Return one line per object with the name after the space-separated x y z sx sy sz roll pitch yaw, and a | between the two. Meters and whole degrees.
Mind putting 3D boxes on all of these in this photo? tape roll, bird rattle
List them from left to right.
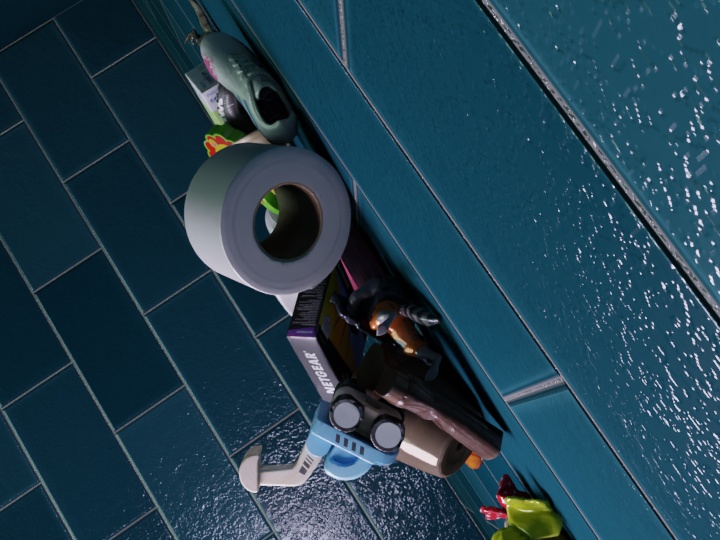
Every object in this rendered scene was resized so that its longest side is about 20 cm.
-0.131 -0.076 1.192 0.139 0.202 0.204 16 142 57 | tape roll
0.248 0.393 1.234 0.163 0.113 0.200 39 174 9 | bird rattle

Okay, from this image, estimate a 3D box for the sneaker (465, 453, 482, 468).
0.157 0.282 1.483 0.201 0.077 0.073 59 172 -32 | sneaker

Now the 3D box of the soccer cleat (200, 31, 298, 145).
-0.152 -0.268 1.190 0.201 0.070 0.086 51 164 6 | soccer cleat

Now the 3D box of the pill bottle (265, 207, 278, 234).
-0.122 -0.090 1.633 0.113 0.112 0.200 55 174 16 | pill bottle

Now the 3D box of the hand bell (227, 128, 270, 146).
-0.114 -0.131 1.327 0.201 0.103 0.104 61 174 -11 | hand bell

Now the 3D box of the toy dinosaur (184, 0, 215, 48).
-0.265 -0.399 1.485 0.201 0.047 0.088 57 158 -11 | toy dinosaur

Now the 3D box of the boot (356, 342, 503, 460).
0.099 0.186 1.194 0.199 0.065 0.186 30 -175 -17 | boot

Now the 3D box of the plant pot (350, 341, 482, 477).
0.091 0.226 1.314 0.174 0.201 0.201 31 161 32 | plant pot

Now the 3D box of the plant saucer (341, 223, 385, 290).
0.000 0.000 1.364 0.202 0.050 0.201 60 175 9 | plant saucer

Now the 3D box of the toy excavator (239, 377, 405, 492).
-0.052 0.253 1.198 0.193 0.202 0.100 26 -170 -3 | toy excavator

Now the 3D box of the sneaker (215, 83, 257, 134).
-0.185 -0.256 1.468 0.090 0.067 0.201 11 147 18 | sneaker

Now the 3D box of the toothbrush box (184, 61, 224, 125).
-0.240 -0.298 1.633 0.201 0.086 0.146 60 174 -34 | toothbrush box

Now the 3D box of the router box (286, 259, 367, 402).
-0.045 0.091 1.292 0.201 0.050 0.150 67 -150 -50 | router box

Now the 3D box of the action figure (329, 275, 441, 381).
0.066 0.071 1.194 0.199 0.105 0.194 29 -166 -26 | action figure

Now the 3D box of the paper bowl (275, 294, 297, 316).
-0.083 0.022 1.535 0.201 0.104 0.201 44 158 22 | paper bowl

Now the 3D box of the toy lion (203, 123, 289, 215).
-0.177 -0.169 1.467 0.191 0.069 0.201 9 144 47 | toy lion
